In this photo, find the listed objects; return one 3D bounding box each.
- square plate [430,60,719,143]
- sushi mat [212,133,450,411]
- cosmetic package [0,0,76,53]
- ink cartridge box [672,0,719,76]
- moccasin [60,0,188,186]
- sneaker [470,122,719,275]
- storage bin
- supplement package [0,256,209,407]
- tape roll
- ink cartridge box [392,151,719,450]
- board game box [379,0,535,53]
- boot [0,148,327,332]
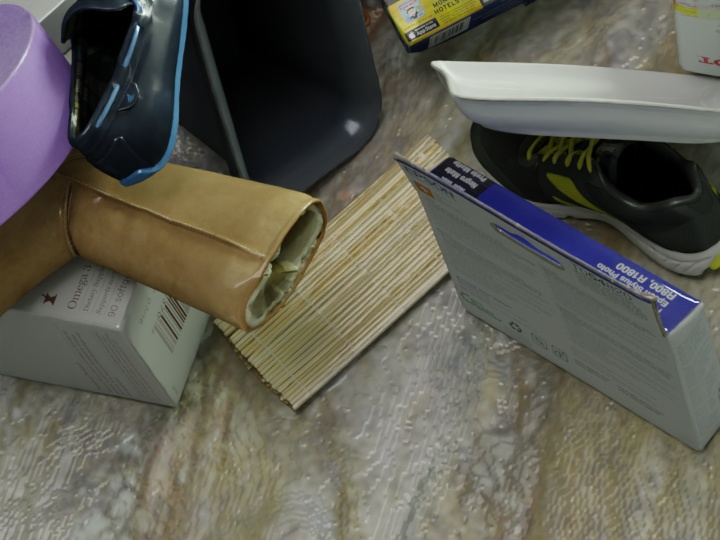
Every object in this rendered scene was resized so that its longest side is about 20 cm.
[{"bbox_3d":[0.147,-0.106,1.578,0.197,0.200,0.029,4,101,-3],"label":"square plate"},{"bbox_3d":[0.000,0.000,1.671,0.200,0.012,0.096,-42,59,-9],"label":"sushi mat"},{"bbox_3d":[-0.213,-0.263,1.863,0.200,0.052,0.151,-43,61,-9],"label":"cosmetic package"},{"bbox_3d":[0.282,-0.223,1.594,0.145,0.200,0.145,12,66,15],"label":"ink cartridge box"},{"bbox_3d":[-0.149,-0.151,1.552,0.080,0.068,0.201,-33,49,33],"label":"moccasin"},{"bbox_3d":[0.156,-0.071,1.621,0.200,0.085,0.075,24,70,27],"label":"sneaker"},{"bbox_3d":[-0.080,-0.169,1.688,0.145,0.200,0.134,-37,47,-23],"label":"storage bin"},{"bbox_3d":[-0.209,0.001,1.672,0.199,0.117,0.117,9,65,22],"label":"supplement package"},{"bbox_3d":[-0.269,-0.079,1.577,0.200,0.066,0.200,-27,30,17],"label":"tape roll"},{"bbox_3d":[0.126,0.008,1.518,0.199,0.200,0.041,32,74,28],"label":"ink cartridge box"},{"bbox_3d":[0.071,-0.276,1.722,0.199,0.062,0.200,-27,81,-7],"label":"board game box"},{"bbox_3d":[-0.147,-0.005,1.551,0.199,0.066,0.176,21,69,24],"label":"boot"}]
